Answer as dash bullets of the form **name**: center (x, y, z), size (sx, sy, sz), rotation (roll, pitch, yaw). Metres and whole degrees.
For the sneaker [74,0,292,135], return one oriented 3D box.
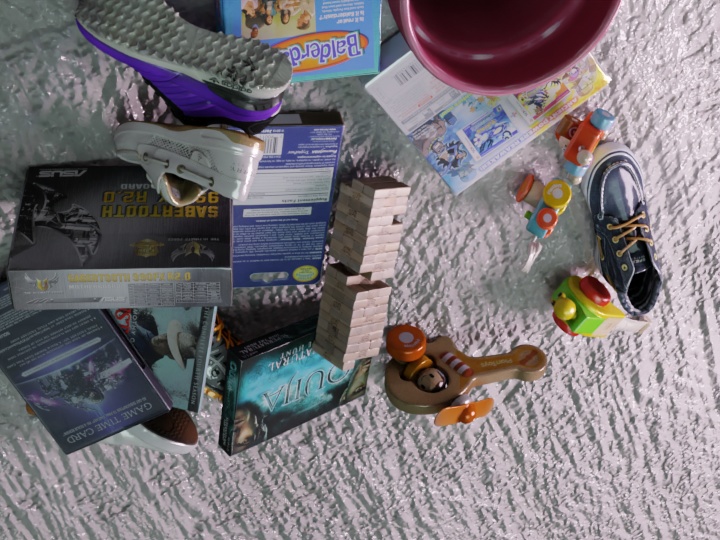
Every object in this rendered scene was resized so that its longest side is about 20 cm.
- **sneaker**: center (-0.163, -0.173, 1.097), size (0.198, 0.070, 0.100), rotation (23, 143, 1)

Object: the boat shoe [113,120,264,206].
- **boat shoe**: center (-0.165, -0.093, 1.116), size (0.070, 0.199, 0.070), rotation (12, 88, -41)

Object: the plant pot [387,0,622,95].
- **plant pot**: center (0.104, -0.280, 1.054), size (0.197, 0.180, 0.202), rotation (-10, 132, -11)

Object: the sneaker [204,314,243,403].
- **sneaker**: center (-0.169, 0.081, 1.338), size (0.199, 0.079, 0.077), rotation (26, 113, -33)

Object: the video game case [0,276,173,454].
- **video game case**: center (-0.302, 0.087, 1.266), size (0.142, 0.019, 0.201), rotation (-23, 113, 21)

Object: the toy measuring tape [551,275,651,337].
- **toy measuring tape**: center (0.282, 0.043, 1.483), size (0.199, 0.074, 0.074), rotation (5, 131, -51)

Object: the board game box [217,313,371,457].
- **board game box**: center (-0.066, 0.115, 1.373), size (0.199, 0.028, 0.137), rotation (-21, 134, -37)

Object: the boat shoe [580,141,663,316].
- **boat shoe**: center (0.299, -0.044, 1.380), size (0.070, 0.091, 0.202), rotation (-20, 132, -2)

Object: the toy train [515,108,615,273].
- **toy train**: center (0.202, -0.102, 1.285), size (0.055, 0.150, 0.201), rotation (31, 126, 7)

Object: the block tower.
- **block tower**: center (0.000, 0.000, 1.300), size (0.057, 0.054, 0.202), rotation (-8, 118, -42)

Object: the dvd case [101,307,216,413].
- **dvd case**: center (-0.249, 0.060, 1.265), size (0.197, 0.022, 0.147), rotation (14, 120, 1)

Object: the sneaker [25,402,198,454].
- **sneaker**: center (-0.278, 0.162, 1.380), size (0.199, 0.073, 0.085), rotation (29, 124, -26)

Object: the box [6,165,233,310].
- **box**: center (-0.217, -0.033, 1.148), size (0.197, 0.159, 0.049), rotation (-1, 129, -5)

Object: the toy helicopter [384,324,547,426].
- **toy helicopter**: center (0.126, 0.125, 1.436), size (0.197, 0.133, 0.080), rotation (-8, 131, -12)

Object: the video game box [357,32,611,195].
- **video game box**: center (0.123, -0.194, 1.225), size (0.199, 0.047, 0.182), rotation (-35, 129, 12)

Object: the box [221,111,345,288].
- **box**: center (-0.088, -0.069, 1.266), size (0.119, 0.033, 0.202), rotation (-3, 128, -16)

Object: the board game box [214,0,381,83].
- **board game box**: center (-0.056, -0.264, 1.104), size (0.150, 0.045, 0.202), rotation (-8, 131, -12)
